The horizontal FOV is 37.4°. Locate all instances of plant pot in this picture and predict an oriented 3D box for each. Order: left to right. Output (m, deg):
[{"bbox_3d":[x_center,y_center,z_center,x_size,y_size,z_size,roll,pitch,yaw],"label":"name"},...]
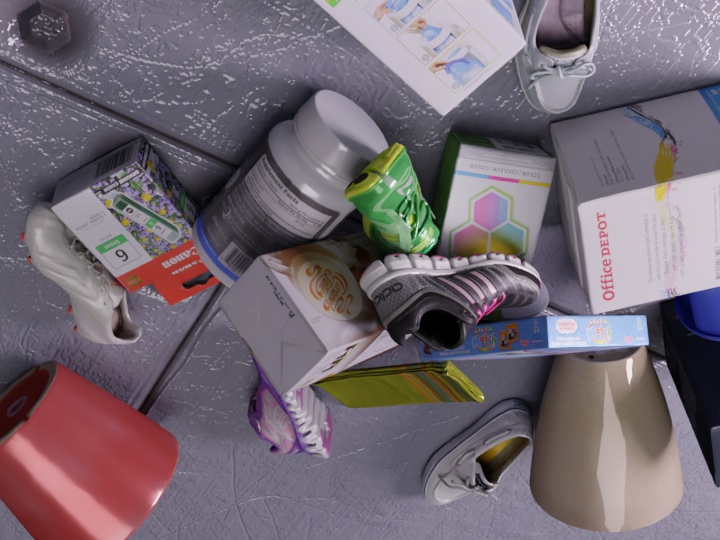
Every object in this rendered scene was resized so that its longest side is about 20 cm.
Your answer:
[{"bbox_3d":[-0.342,0.214,1.239,0.200,0.201,0.178,-32,115,20],"label":"plant pot"},{"bbox_3d":[0.290,0.171,1.269,0.186,0.188,0.202,-7,115,1],"label":"plant pot"}]

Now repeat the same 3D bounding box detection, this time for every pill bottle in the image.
[{"bbox_3d":[-0.069,-0.076,1.057,0.113,0.114,0.200,30,121,-26],"label":"pill bottle"}]

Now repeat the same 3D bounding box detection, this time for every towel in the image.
[{"bbox_3d":[0.042,0.140,1.248,0.199,0.018,0.086,-9,141,37],"label":"towel"}]

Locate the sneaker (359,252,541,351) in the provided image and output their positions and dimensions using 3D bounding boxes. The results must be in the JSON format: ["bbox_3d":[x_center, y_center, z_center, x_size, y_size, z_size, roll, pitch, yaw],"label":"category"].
[{"bbox_3d":[0.095,0.035,1.018,0.199,0.088,0.074,1,150,-32],"label":"sneaker"}]

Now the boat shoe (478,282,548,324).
[{"bbox_3d":[0.110,0.037,1.201,0.198,0.070,0.066,-4,155,-12],"label":"boat shoe"}]

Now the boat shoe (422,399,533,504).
[{"bbox_3d":[0.154,0.259,1.370,0.074,0.086,0.202,30,121,-26],"label":"boat shoe"}]

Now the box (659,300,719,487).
[{"bbox_3d":[0.442,0.122,1.207,0.147,0.201,0.108,-14,129,8],"label":"box"}]

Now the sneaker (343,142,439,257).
[{"bbox_3d":[0.040,-0.057,1.002,0.074,0.084,0.200,-45,164,-4],"label":"sneaker"}]

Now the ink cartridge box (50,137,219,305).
[{"bbox_3d":[-0.217,-0.033,1.119,0.108,0.051,0.200,-25,127,15],"label":"ink cartridge box"}]

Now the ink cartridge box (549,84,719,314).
[{"bbox_3d":[0.305,-0.074,1.068,0.198,0.145,0.148,-12,129,5],"label":"ink cartridge box"}]

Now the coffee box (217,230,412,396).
[{"bbox_3d":[-0.026,0.035,1.045,0.080,0.115,0.199,-45,162,32],"label":"coffee box"}]

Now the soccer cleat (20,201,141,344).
[{"bbox_3d":[-0.291,0.004,1.129,0.077,0.070,0.201,8,140,21],"label":"soccer cleat"}]

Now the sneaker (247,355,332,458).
[{"bbox_3d":[-0.100,0.158,1.275,0.088,0.081,0.201,-10,131,13],"label":"sneaker"}]

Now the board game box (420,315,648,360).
[{"bbox_3d":[0.183,0.074,1.150,0.150,0.037,0.199,1,171,-36],"label":"board game box"}]

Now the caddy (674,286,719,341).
[{"bbox_3d":[0.431,-0.002,1.144,0.199,0.142,0.105,-23,123,14],"label":"caddy"}]

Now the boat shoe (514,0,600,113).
[{"bbox_3d":[0.187,-0.229,0.982,0.074,0.065,0.203,0,130,-4],"label":"boat shoe"}]

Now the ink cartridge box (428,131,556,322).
[{"bbox_3d":[0.125,-0.035,1.101,0.103,0.059,0.202,8,109,-11],"label":"ink cartridge box"}]

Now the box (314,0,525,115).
[{"bbox_3d":[0.036,-0.252,0.920,0.101,0.113,0.200,-38,123,26],"label":"box"}]
